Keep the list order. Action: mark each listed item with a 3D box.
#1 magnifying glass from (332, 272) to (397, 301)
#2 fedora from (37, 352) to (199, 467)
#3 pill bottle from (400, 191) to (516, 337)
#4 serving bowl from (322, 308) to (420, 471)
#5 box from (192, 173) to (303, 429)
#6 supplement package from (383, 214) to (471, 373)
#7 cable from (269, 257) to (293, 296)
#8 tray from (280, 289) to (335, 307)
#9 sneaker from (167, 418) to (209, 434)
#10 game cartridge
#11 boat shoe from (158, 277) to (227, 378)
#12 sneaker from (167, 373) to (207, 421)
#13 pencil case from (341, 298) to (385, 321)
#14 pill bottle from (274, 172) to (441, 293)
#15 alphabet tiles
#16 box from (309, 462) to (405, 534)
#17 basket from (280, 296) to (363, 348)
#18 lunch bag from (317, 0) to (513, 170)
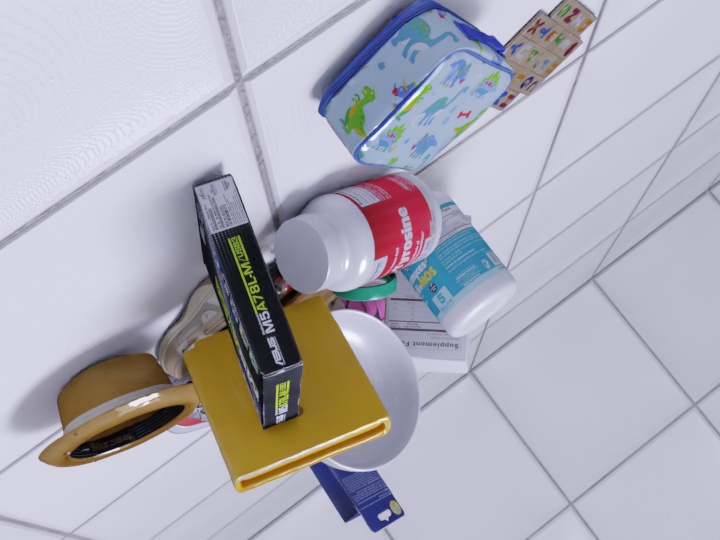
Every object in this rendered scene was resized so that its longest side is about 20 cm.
[{"bbox_3d":[0.000,0.000,1.346,0.078,0.023,0.200,-4,-162,-4],"label":"magnifying glass"},{"bbox_3d":[-0.279,0.152,1.229,0.199,0.083,0.201,-24,165,-7],"label":"fedora"},{"bbox_3d":[0.102,-0.023,1.387,0.110,0.201,0.111,-34,164,-11],"label":"pill bottle"},{"bbox_3d":[-0.021,0.153,1.344,0.199,0.202,0.066,-25,179,-41],"label":"serving bowl"},{"bbox_3d":[-0.110,0.036,1.055,0.047,0.202,0.193,-18,162,-14],"label":"box"},{"bbox_3d":[0.096,0.033,1.493,0.116,0.203,0.117,2,168,7],"label":"supplement package"},{"bbox_3d":[-0.049,-0.011,1.355,0.199,0.050,0.097,-20,156,-50],"label":"cable"},{"bbox_3d":[-0.119,0.087,1.326,0.200,0.037,0.098,-46,-171,-19],"label":"tray"},{"bbox_3d":[-0.183,0.165,1.527,0.199,0.072,0.112,-17,158,-49],"label":"sneaker"},{"bbox_3d":[-0.084,0.127,1.166,0.174,0.201,0.033,-20,134,-12],"label":"game cartridge"},{"bbox_3d":[-0.183,0.080,1.283,0.072,0.065,0.200,-24,160,-42],"label":"boat shoe"},{"bbox_3d":[-0.177,0.161,1.397,0.198,0.076,0.082,9,-177,-34],"label":"sneaker"},{"bbox_3d":[0.009,0.077,1.695,0.199,0.090,0.095,3,102,-66],"label":"pencil case"},{"bbox_3d":[-0.003,-0.042,1.254,0.199,0.113,0.112,-23,159,-46],"label":"pill bottle"},{"bbox_3d":[0.212,-0.261,1.318,0.166,0.006,0.199,-44,165,20],"label":"alphabet tiles"},{"bbox_3d":[-0.023,0.270,1.482,0.032,0.201,0.121,-40,165,19],"label":"box"},{"bbox_3d":[-0.080,0.104,1.485,0.135,0.124,0.200,-34,165,-14],"label":"basket"},{"bbox_3d":[0.060,-0.178,1.054,0.161,0.083,0.199,-43,165,21],"label":"lunch bag"}]
